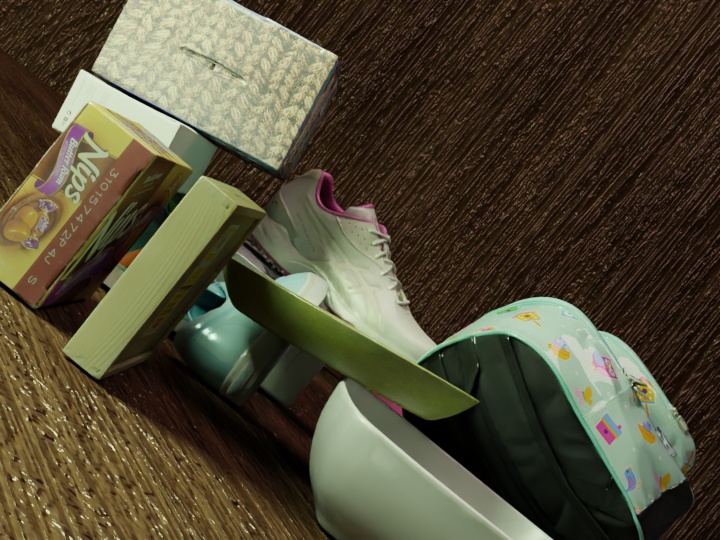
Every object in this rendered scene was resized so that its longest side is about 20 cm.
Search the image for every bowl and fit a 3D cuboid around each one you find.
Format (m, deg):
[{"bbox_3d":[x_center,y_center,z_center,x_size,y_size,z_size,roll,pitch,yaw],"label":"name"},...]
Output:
[{"bbox_3d":[0.044,0.160,1.138,0.200,0.075,0.200,38,0,-3],"label":"bowl"}]

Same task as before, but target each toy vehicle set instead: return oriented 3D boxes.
[{"bbox_3d":[-0.112,0.003,1.076,0.027,0.124,0.200,39,1,1],"label":"toy vehicle set"}]

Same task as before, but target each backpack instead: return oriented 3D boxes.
[{"bbox_3d":[0.134,0.120,1.324,0.176,0.153,0.200,-31,-85,45],"label":"backpack"}]

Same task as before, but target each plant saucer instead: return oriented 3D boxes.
[{"bbox_3d":[-0.013,0.051,1.218,0.200,0.031,0.200,29,-1,1],"label":"plant saucer"}]

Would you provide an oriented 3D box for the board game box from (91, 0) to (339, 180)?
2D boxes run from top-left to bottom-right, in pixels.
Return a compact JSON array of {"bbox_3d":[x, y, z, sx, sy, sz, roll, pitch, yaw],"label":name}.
[{"bbox_3d":[-0.108,-0.152,1.422,0.159,0.097,0.200,28,0,0],"label":"board game box"}]

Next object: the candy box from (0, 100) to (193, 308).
[{"bbox_3d":[-0.170,-0.040,1.130,0.056,0.117,0.200,39,1,-1],"label":"candy box"}]

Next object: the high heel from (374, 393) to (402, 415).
[{"bbox_3d":[0.030,0.144,1.453,0.096,0.067,0.200,29,15,5],"label":"high heel"}]

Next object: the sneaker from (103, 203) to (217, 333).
[{"bbox_3d":[-0.154,-0.013,1.367,0.200,0.080,0.071,36,0,-25],"label":"sneaker"}]

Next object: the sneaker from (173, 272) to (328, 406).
[{"bbox_3d":[-0.082,0.029,1.344,0.082,0.074,0.200,37,18,0],"label":"sneaker"}]

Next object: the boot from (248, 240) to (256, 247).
[{"bbox_3d":[-0.130,-0.019,2.097,0.211,0.079,0.158,31,-3,30],"label":"boot"}]

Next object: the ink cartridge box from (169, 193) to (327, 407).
[{"bbox_3d":[-0.121,0.011,1.497,0.200,0.084,0.146,39,2,-19],"label":"ink cartridge box"}]

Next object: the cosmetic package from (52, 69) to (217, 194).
[{"bbox_3d":[-0.165,-0.098,1.345,0.083,0.051,0.200,27,1,3],"label":"cosmetic package"}]

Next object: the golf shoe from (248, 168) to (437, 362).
[{"bbox_3d":[0.000,0.000,1.466,0.200,0.092,0.075,43,5,8],"label":"golf shoe"}]
